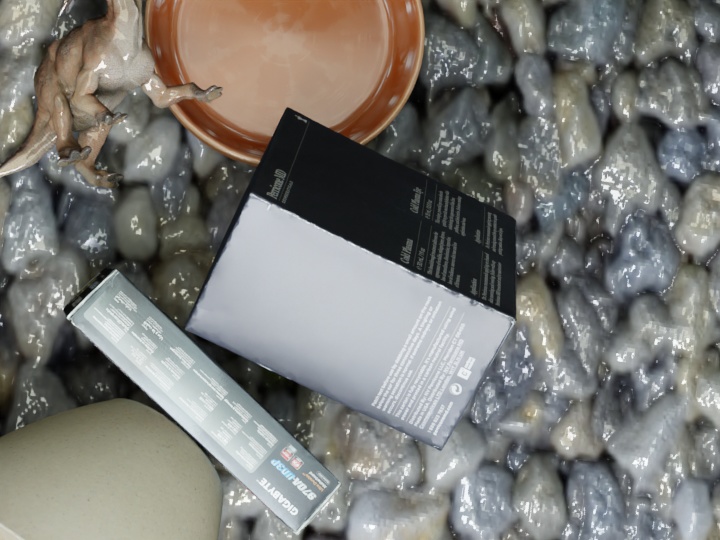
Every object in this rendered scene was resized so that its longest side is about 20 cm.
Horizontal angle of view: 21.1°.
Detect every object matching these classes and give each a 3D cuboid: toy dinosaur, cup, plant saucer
[{"bbox_3d":[-0.187,-0.143,1.327,0.200,0.086,0.136,-40,68,28],"label":"toy dinosaur"},{"bbox_3d":[-0.171,0.167,1.252,0.200,0.200,0.143,42,60,0],"label":"cup"},{"bbox_3d":[-0.054,-0.170,1.381,0.200,0.032,0.201,1,82,-6],"label":"plant saucer"}]

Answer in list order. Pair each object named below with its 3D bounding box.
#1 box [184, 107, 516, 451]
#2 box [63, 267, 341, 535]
[{"bbox_3d":[0.000,0.000,1.267,0.182,0.200,0.104,27,110,-4],"label":"box"},{"bbox_3d":[-0.107,0.080,1.263,0.200,0.159,0.046,44,84,-8],"label":"box"}]
